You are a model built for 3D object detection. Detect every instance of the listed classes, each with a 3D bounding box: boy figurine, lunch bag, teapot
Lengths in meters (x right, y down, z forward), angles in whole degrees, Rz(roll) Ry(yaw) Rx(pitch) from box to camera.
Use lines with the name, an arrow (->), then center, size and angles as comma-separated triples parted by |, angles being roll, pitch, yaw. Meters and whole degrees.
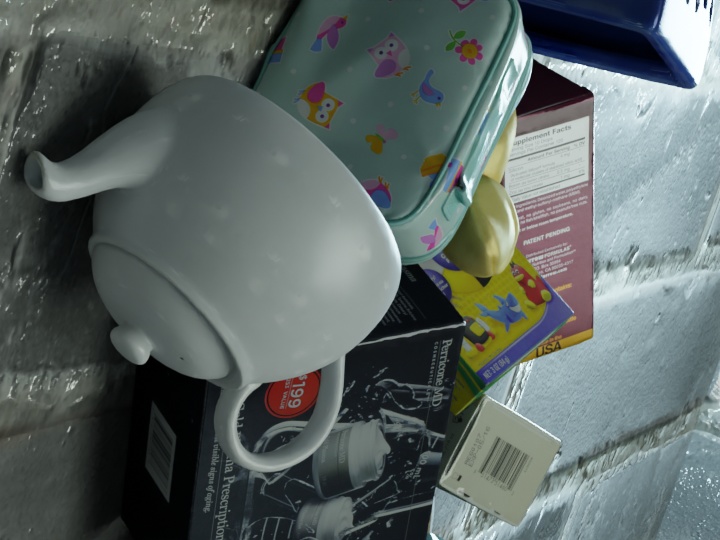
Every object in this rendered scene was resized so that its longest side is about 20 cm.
boy figurine -> 0.054, -0.083, 1.721 | 0.124, 0.200, 0.064 | -28, 152, -8
lunch bag -> 0.016, -0.103, 1.661 | 0.200, 0.160, 0.077 | -64, 162, -18
teapot -> -0.082, 0.000, 1.465 | 0.146, 0.200, 0.197 | -48, 170, -18

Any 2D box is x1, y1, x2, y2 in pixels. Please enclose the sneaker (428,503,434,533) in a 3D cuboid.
sneaker -> 0.025, 0.129, 2.004 | 0.112, 0.071, 0.201 | 2, 77, -76

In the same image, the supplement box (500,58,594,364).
supplement box -> 0.105, -0.047, 1.845 | 0.085, 0.110, 0.201 | -18, 123, -25

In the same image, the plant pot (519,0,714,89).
plant pot -> 0.164, -0.257, 1.880 | 0.200, 0.199, 0.180 | 29, 76, -72

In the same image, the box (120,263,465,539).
box -> -0.046, 0.098, 1.660 | 0.182, 0.104, 0.201 | -11, 128, -26

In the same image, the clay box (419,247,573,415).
clay box -> 0.040, -0.011, 1.754 | 0.115, 0.200, 0.048 | -36, 173, -45

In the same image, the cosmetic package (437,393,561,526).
cosmetic package -> 0.034, 0.105, 1.843 | 0.103, 0.200, 0.073 | 33, 84, -46

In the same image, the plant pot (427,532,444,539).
plant pot -> 0.012, 0.299, 1.797 | 0.200, 0.135, 0.200 | -24, 148, -16
